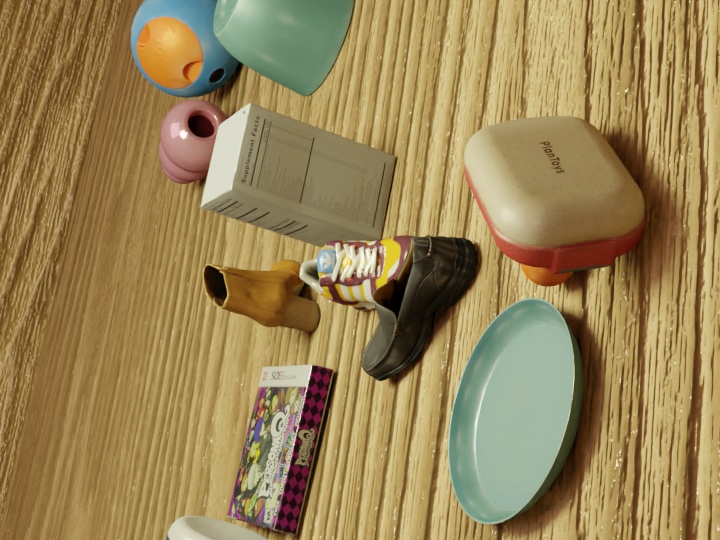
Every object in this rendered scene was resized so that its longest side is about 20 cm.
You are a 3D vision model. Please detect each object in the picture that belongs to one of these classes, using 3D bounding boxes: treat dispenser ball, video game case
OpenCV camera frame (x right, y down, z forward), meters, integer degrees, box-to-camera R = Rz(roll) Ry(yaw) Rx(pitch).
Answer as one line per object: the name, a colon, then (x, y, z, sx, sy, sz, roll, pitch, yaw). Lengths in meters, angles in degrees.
treat dispenser ball: (-0.307, -0.409, 2.373, 0.201, 0.199, 0.203, -48, 33, 45)
video game case: (-0.101, 0.217, 1.652, 0.181, 0.035, 0.202, -11, 64, 67)

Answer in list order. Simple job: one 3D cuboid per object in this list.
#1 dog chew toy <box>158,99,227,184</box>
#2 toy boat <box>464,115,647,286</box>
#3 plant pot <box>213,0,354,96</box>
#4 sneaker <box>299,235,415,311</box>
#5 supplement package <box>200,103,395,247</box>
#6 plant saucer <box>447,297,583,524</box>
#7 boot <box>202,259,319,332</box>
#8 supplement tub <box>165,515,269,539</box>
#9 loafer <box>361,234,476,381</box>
dog chew toy: (-0.296, -0.214, 2.322, 0.200, 0.123, 0.126, 136, 145, -63)
toy boat: (0.162, -0.046, 1.154, 0.201, 0.129, 0.132, -107, 12, -54)
plant pot: (-0.123, -0.381, 1.975, 0.201, 0.160, 0.202, -49, 31, 44)
sneaker: (0.000, 0.000, 1.502, 0.200, 0.089, 0.076, -27, 49, 60)
supplement package: (-0.075, -0.107, 1.612, 0.109, 0.198, 0.115, -19, 55, 62)
plant saucer: (0.138, 0.125, 1.172, 0.200, 0.027, 0.202, -49, 31, 44)
boot: (-0.140, 0.015, 1.749, 0.071, 0.143, 0.201, -66, 23, 13)
supplement tub: (-0.182, 0.405, 1.564, 0.144, 0.143, 0.202, 17, 90, 68)
loafer: (0.043, 0.035, 1.399, 0.201, 0.072, 0.073, -59, 27, 32)
